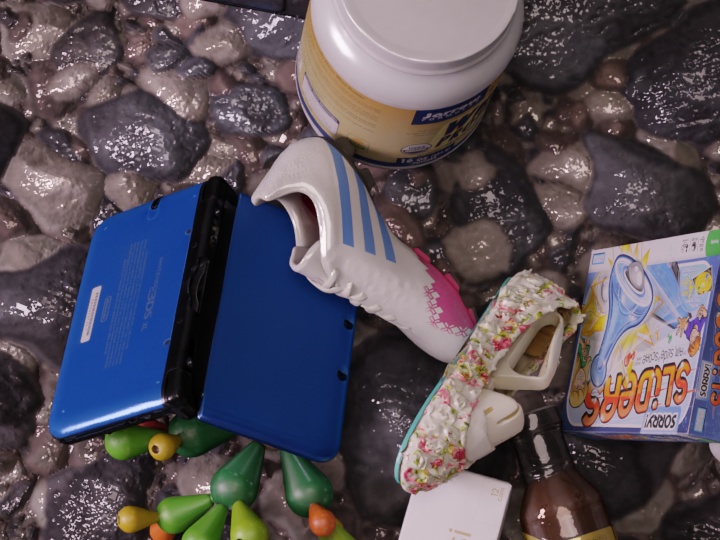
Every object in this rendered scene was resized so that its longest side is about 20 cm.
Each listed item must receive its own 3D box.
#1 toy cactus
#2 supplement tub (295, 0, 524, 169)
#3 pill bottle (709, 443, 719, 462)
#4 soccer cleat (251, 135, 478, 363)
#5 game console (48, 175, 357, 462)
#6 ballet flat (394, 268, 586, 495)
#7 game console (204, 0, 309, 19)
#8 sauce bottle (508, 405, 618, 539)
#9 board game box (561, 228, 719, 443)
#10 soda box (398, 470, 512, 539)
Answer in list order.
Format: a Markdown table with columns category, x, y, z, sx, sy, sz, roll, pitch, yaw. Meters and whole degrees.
| category | x | y | z | sx | sy | sz | roll | pitch | yaw |
| --- | --- | --- | --- | --- | --- | --- | --- | --- | --- |
| toy cactus | -0.075 | 0.140 | 1.478 | 0.200 | 0.102 | 0.165 | 24 | 65 | 10 |
| supplement tub | 0.033 | -0.164 | 1.437 | 0.144 | 0.200 | 0.145 | 2 | 75 | -6 |
| pill bottle | 0.312 | 0.112 | 1.428 | 0.200 | 0.114 | 0.114 | 39 | 86 | 9 |
| soccer cleat | 0.000 | 0.000 | 1.470 | 0.086 | 0.070 | 0.200 | -42 | 97 | -28 |
| game console | -0.107 | 0.047 | 1.475 | 0.170 | 0.118 | 0.200 | -18 | 44 | 28 |
| ballet flat | 0.094 | 0.077 | 1.435 | 0.064 | 0.076 | 0.200 | 17 | 55 | 25 |
| game console | -0.113 | -0.257 | 1.478 | 0.200 | 0.116 | 0.176 | 12 | 119 | 6 |
| sauce bottle | 0.149 | 0.194 | 1.453 | 0.065 | 0.065 | 0.200 | -17 | 81 | 2 |
| board game box | 0.200 | 0.048 | 1.405 | 0.034 | 0.200 | 0.136 | 13 | 82 | -17 |
| soda box | 0.049 | 0.237 | 1.455 | 0.068 | 0.064 | 0.200 | 15 | 83 | 7 |
